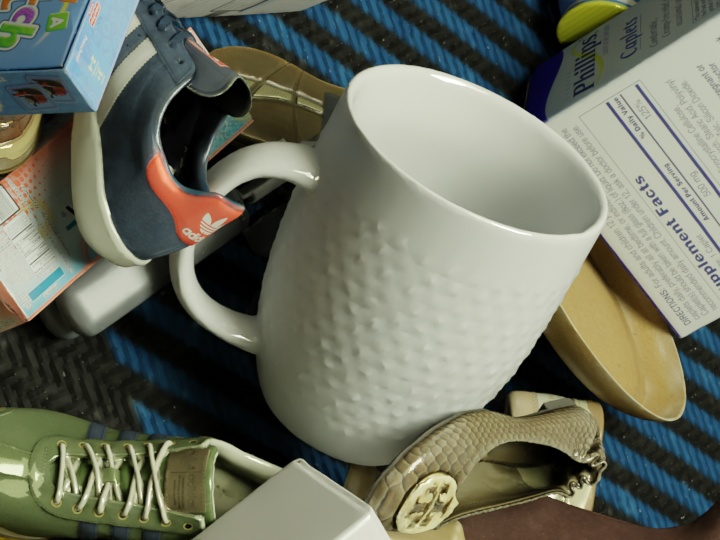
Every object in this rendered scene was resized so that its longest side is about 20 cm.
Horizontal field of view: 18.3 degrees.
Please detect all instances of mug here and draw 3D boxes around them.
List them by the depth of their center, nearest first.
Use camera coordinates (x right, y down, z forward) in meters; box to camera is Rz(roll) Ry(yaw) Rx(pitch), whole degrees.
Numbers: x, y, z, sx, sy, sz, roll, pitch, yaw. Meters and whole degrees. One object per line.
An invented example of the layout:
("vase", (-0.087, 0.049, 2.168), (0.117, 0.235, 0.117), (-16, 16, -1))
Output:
("mug", (0.000, 0.000, 1.143), (0.200, 0.176, 0.148), (17, 30, -20))

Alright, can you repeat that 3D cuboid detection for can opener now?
("can opener", (-0.076, -0.013, 1.178), (0.200, 0.053, 0.067), (-37, 104, -29))

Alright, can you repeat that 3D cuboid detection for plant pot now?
("plant pot", (0.136, 0.009, 1.375), (0.200, 0.027, 0.200), (47, 25, -29))

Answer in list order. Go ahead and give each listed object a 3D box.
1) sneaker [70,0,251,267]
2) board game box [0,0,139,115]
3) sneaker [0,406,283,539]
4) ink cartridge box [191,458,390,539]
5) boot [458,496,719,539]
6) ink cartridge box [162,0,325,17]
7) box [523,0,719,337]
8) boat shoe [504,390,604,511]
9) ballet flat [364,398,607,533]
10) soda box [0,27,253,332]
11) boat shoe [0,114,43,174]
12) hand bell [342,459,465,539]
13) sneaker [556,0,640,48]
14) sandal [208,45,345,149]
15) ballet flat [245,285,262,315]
("sneaker", (-0.099, -0.105, 1.083), (0.075, 0.084, 0.201), (14, 64, -68))
("board game box", (-0.190, -0.138, 1.036), (0.037, 0.200, 0.152), (56, 42, -48))
("sneaker", (-0.108, 0.103, 1.110), (0.200, 0.090, 0.067), (20, 65, -38))
("ink cartridge box", (-0.025, 0.219, 1.095), (0.145, 0.084, 0.200), (-37, 119, -16))
("boot", (0.118, 0.150, 1.243), (0.166, 0.072, 0.200), (44, 85, 6))
("ink cartridge box", (-0.076, -0.219, 1.223), (0.200, 0.086, 0.147), (-14, 87, -57))
("box", (0.234, -0.090, 1.412), (0.184, 0.200, 0.105), (50, 23, -21))
("boat shoe", (0.098, 0.170, 1.312), (0.065, 0.072, 0.201), (10, 79, -3))
("ballet flat", (0.072, 0.106, 1.159), (0.046, 0.067, 0.200), (47, 27, 22))
("soda box", (-0.144, -0.044, 1.138), (0.064, 0.068, 0.200), (57, 47, -13))
("boat shoe", (-0.176, -0.139, 1.105), (0.072, 0.068, 0.200), (8, 48, -9))
("hand bell", (0.078, 0.170, 1.190), (0.199, 0.104, 0.104), (16, 60, 0))
("sneaker", (0.207, -0.169, 1.516), (0.200, 0.074, 0.082), (25, 49, -43))
("sandal", (-0.015, -0.064, 1.287), (0.200, 0.054, 0.080), (24, 54, -20))
("ballet flat", (0.026, 0.023, 1.282), (0.200, 0.073, 0.073), (3, 75, -43))
